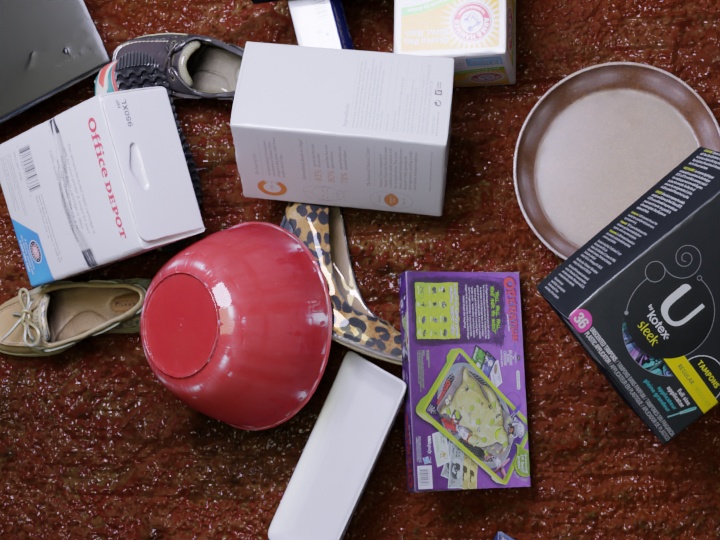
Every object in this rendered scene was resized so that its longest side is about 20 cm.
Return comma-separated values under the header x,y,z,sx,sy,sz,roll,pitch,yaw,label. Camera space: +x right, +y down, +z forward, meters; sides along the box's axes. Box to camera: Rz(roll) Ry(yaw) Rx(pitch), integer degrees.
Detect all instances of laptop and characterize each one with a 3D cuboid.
x,y,z,sx,sy,sz,roll,pitch,yaw,label
-0.375,-0.272,1.312,0.185,0.117,0.201,-25,37,8,laptop

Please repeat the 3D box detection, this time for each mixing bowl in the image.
x,y,z,sx,sy,sz,roll,pitch,yaw,label
-0.136,0.052,1.153,0.198,0.108,0.204,-2,86,35,mixing bowl

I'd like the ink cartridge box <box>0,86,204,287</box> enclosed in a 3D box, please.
x,y,z,sx,sy,sz,roll,pitch,yaw,label
-0.256,-0.079,1.183,0.198,0.084,0.147,-14,93,43,ink cartridge box

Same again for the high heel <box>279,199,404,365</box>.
x,y,z,sx,sy,sz,roll,pitch,yaw,label
0.000,0.000,1.184,0.198,0.071,0.144,25,87,18,high heel

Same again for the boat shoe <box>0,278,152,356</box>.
x,y,z,sx,sy,sz,roll,pitch,yaw,label
-0.298,0.041,1.246,0.197,0.063,0.075,-14,80,11,boat shoe

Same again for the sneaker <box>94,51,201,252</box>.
x,y,z,sx,sy,sz,roll,pitch,yaw,label
-0.226,-0.119,1.256,0.093,0.070,0.203,0,107,53,sneaker

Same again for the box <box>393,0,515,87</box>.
x,y,z,sx,sy,sz,roll,pitch,yaw,label
0.094,-0.287,1.186,0.110,0.101,0.204,0,82,13,box

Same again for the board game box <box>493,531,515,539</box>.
x,y,z,sx,sy,sz,roll,pitch,yaw,label
0.193,0.332,1.048,0.197,0.200,0.062,25,105,1,board game box

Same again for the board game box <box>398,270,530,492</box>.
x,y,z,sx,sy,sz,roll,pitch,yaw,label
0.097,0.102,1.142,0.118,0.032,0.204,1,81,-13,board game box

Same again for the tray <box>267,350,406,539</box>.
x,y,z,sx,sy,sz,roll,pitch,yaw,label
-0.019,0.186,1.162,0.107,0.022,0.203,25,91,54,tray

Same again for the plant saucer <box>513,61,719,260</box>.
x,y,z,sx,sy,sz,roll,pitch,yaw,label
0.245,-0.096,1.161,0.197,0.034,0.204,-2,83,12,plant saucer

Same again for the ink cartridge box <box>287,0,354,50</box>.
x,y,z,sx,sy,sz,roll,pitch,yaw,label
-0.048,-0.284,1.222,0.044,0.094,0.203,-15,80,9,ink cartridge box

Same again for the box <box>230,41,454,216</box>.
x,y,z,sx,sy,sz,roll,pitch,yaw,label
-0.014,-0.132,1.152,0.196,0.125,0.099,6,62,4,box

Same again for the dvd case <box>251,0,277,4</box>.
x,y,z,sx,sy,sz,roll,pitch,yaw,label
-0.043,-0.363,1.173,0.140,0.018,0.204,-6,79,12,dvd case

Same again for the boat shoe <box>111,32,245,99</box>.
x,y,z,sx,sy,sz,roll,pitch,yaw,label
-0.170,-0.212,1.252,0.197,0.065,0.075,7,87,15,boat shoe

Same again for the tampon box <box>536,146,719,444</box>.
x,y,z,sx,sy,sz,roll,pitch,yaw,label
0.283,0.018,1.063,0.199,0.126,0.150,-40,102,4,tampon box
